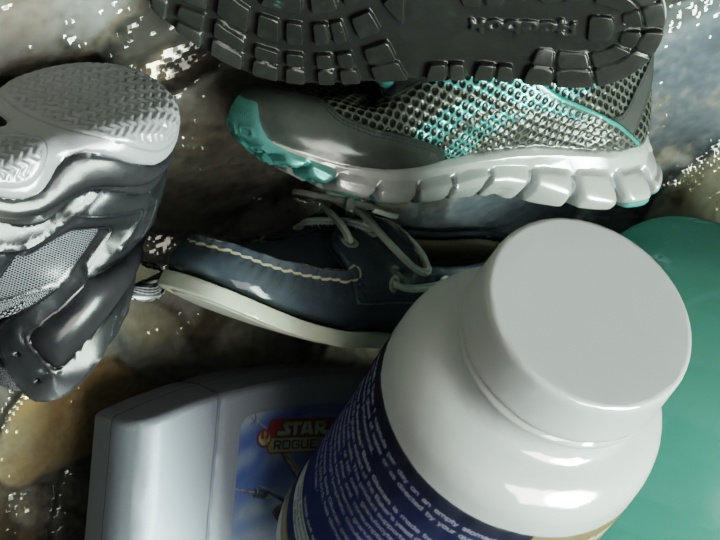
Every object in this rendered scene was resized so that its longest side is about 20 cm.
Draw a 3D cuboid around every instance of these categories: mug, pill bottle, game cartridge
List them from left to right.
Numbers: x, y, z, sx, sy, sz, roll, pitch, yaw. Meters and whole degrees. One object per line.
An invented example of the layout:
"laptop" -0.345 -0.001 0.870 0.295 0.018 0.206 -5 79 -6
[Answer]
"game cartridge" -0.025 0.107 1.150 0.199 0.041 0.134 0 102 -37
"pill bottle" 0.048 0.069 1.041 0.111 0.112 0.200 -7 150 -27
"mug" 0.140 0.062 1.176 0.153 0.114 0.185 -61 158 -20

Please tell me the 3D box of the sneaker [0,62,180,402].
"sneaker" -0.156 0.001 0.999 0.199 0.075 0.114 -18 127 -23

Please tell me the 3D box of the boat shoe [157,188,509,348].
"boat shoe" 0.000 0.000 1.091 0.199 0.075 0.062 12 100 -46

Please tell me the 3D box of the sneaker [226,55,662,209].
"sneaker" 0.037 -0.076 1.079 0.199 0.077 0.092 -2 106 -34

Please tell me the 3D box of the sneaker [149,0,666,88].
"sneaker" 0.013 -0.122 1.027 0.199 0.088 0.076 7 136 -7
